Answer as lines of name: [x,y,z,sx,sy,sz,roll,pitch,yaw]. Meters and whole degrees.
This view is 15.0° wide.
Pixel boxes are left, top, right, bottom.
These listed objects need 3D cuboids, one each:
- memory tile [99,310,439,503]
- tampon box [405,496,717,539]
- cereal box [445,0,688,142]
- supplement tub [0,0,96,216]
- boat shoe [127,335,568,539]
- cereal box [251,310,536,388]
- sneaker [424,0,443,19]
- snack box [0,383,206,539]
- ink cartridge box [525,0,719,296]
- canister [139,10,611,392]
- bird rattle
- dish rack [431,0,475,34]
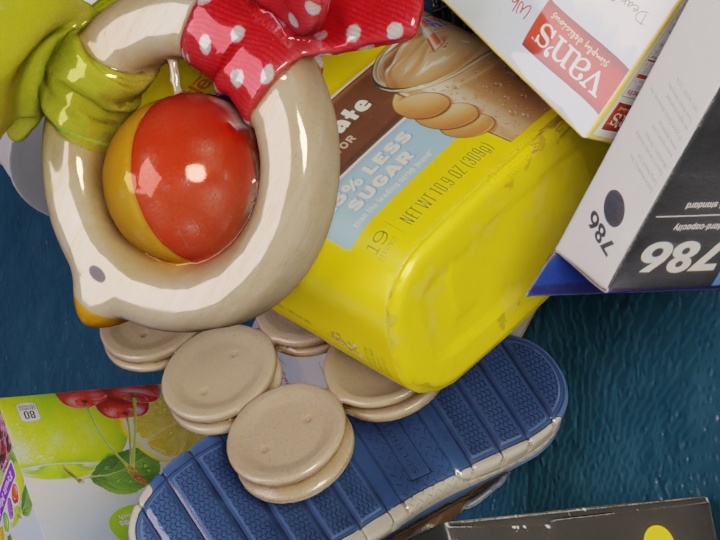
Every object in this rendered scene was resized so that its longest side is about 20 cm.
memory tile: [0.000,0.000,1.126,0.153,0.200,0.017,37,159,43]
tampon box: [0.053,0.189,1.095,0.200,0.125,0.151,-33,63,57]
cereal box: [0.100,-0.166,0.973,0.144,0.039,0.201,48,115,32]
supplement tub: [-0.154,-0.139,1.449,0.201,0.144,0.145,65,144,37]
boat shoe: [-0.004,0.096,1.131,0.072,0.199,0.073,60,156,27]
cereal box: [0.014,0.017,1.251,0.201,0.039,0.144,-64,38,42]
sneaker: [-0.003,-0.159,1.248,0.200,0.066,0.079,47,128,52]
snack box: [-0.074,0.147,1.290,0.201,0.168,0.068,65,148,35]
ink cartridge box: [0.140,-0.047,0.945,0.039,0.099,0.201,65,145,35]
canister: [-0.008,-0.047,1.099,0.199,0.148,0.087,28,149,38]
bird rattle: [-0.060,-0.061,1.020,0.199,0.113,0.164,-10,91,24]
dish rack: [0.084,-0.159,1.097,0.200,0.054,0.155,170,99,-64]
